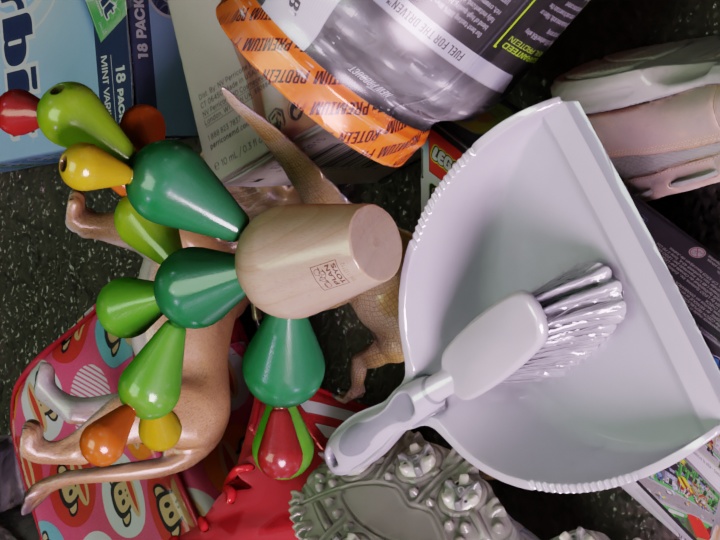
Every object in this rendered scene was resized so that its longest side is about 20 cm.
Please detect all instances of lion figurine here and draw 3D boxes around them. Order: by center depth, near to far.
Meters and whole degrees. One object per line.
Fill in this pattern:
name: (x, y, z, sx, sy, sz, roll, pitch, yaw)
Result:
lion figurine: (-0.084, 0.024, 1.017, 0.072, 0.122, 0.200, 140, 141, -81)

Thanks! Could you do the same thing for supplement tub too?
supplement tub: (0.043, -0.144, 0.830, 0.200, 0.123, 0.123, -49, 54, 12)

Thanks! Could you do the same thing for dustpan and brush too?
dustpan and brush: (0.044, 0.038, 0.849, 0.140, 0.057, 0.200, 64, 149, 11)

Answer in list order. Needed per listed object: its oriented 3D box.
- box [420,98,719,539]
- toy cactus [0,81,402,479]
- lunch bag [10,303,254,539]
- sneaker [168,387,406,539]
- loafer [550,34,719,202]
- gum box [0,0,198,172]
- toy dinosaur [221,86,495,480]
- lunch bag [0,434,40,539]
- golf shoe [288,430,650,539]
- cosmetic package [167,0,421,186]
box: (0.095, 0.021, 0.862, 0.200, 0.035, 0.110, 42, 146, 39)
toy cactus: (-0.060, 0.004, 0.884, 0.165, 0.102, 0.200, -13, 106, 42)
lunch bag: (-0.107, 0.123, 1.102, 0.176, 0.082, 0.200, -39, 64, 45)
sneaker: (-0.060, 0.120, 0.982, 0.078, 0.200, 0.116, 100, 154, -62)
loafer: (0.152, -0.055, 0.806, 0.200, 0.072, 0.063, 2, 112, 56)
gum box: (-0.167, -0.145, 1.182, 0.200, 0.045, 0.170, -6, 88, 51)
toy dinosaur: (0.000, 0.000, 0.934, 0.200, 0.058, 0.101, 53, 147, -9)
lunch bag: (-0.208, 0.212, 1.205, 0.164, 0.118, 0.200, -56, 47, 38)
golf shoe: (0.055, 0.135, 0.899, 0.200, 0.078, 0.097, 25, 156, 40)
cosmetic package: (-0.027, -0.144, 0.974, 0.087, 0.103, 0.200, -27, 74, 46)
